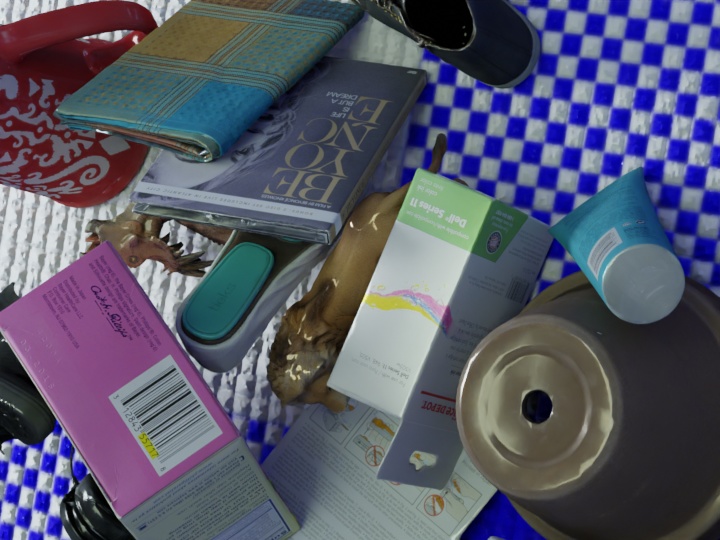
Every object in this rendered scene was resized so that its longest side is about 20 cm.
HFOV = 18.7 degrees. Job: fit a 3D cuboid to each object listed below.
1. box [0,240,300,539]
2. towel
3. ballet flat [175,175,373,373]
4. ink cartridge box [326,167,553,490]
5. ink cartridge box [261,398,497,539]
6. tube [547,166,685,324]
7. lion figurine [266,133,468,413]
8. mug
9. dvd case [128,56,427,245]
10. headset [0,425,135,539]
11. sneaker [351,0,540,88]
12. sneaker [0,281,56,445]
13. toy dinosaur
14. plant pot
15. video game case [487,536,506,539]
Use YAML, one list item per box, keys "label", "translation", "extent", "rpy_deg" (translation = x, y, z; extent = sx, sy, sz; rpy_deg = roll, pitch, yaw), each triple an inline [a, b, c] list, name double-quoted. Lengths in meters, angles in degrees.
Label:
- label: "box"
  translation: [-0.142, 0.108, 1.498]
  extent: [0.096, 0.200, 0.176]
  rpy_deg: [-34, 64, -6]
- label: "towel"
  translation: [-0.106, -0.147, 1.579]
  extent: [0.146, 0.200, 0.022]
  rpy_deg: [14, 131, 31]
- label: "ballet flat"
  translation: [-0.059, -0.009, 1.522]
  extent: [0.069, 0.070, 0.200]
  rpy_deg: [22, 60, 30]
- label: "ink cartridge box"
  translation: [0.049, 0.043, 1.487]
  extent: [0.067, 0.117, 0.201]
  rpy_deg: [24, 92, 29]
- label: "ink cartridge box"
  translation: [0.002, 0.174, 1.566]
  extent: [0.162, 0.050, 0.200]
  rpy_deg: [38, 87, 28]
- label: "tube"
  translation: [0.164, -0.021, 1.399]
  extent: [0.077, 0.200, 0.051]
  rpy_deg: [-29, 107, 6]
- label: "lion figurine"
  translation: [0.000, 0.000, 1.515]
  extent: [0.072, 0.122, 0.201]
  rpy_deg: [27, 108, 22]
- label: "mug"
  translation: [-0.259, -0.145, 1.645]
  extent: [0.133, 0.200, 0.178]
  rpy_deg: [30, 101, 29]
- label: "dvd case"
  translation: [-0.055, -0.093, 1.528]
  extent: [0.148, 0.200, 0.016]
  rpy_deg: [10, 131, 19]
- label: "headset"
  translation: [-0.193, 0.156, 1.640]
  extent: [0.199, 0.094, 0.124]
  rpy_deg: [26, 99, 36]
- label: "sneaker"
  translation: [0.032, -0.206, 1.531]
  extent: [0.200, 0.106, 0.075]
  rpy_deg: [36, 98, 26]
- label: "sneaker"
  translation: [-0.253, 0.066, 1.645]
  extent: [0.104, 0.060, 0.199]
  rpy_deg: [-44, 25, -19]
- label: "toy dinosaur"
  translation: [-0.098, -0.045, 1.615]
  extent: [0.199, 0.086, 0.136]
  rpy_deg: [7, 100, 13]
- label: "plant pot"
  translation: [0.146, 0.092, 1.399]
  extent: [0.199, 0.174, 0.202]
  rpy_deg: [-2, 85, 29]
- label: "video game case"
  translation: [0.140, 0.285, 1.400]
  extent: [0.199, 0.022, 0.183]
  rpy_deg: [20, 96, -13]
